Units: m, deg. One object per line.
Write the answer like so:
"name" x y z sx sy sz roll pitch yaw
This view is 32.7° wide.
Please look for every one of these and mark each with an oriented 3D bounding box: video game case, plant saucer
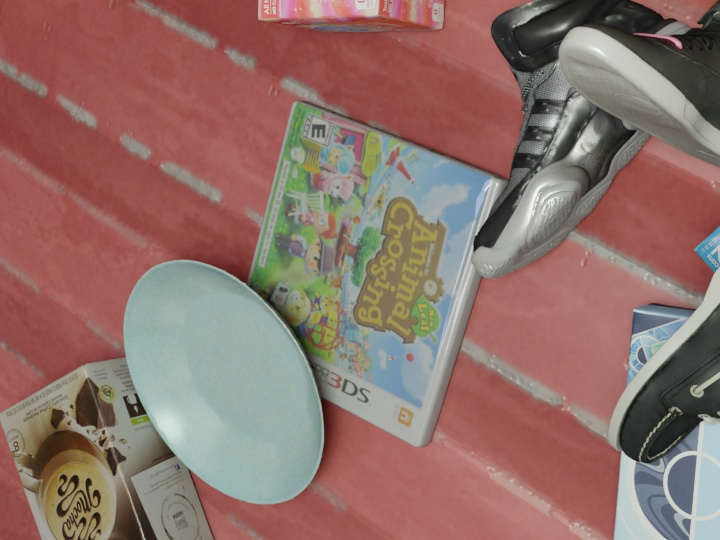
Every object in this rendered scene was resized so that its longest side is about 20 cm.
"video game case" 0.000 0.000 0.892 0.180 0.022 0.203 24 106 28
"plant saucer" -0.096 0.079 0.928 0.199 0.039 0.204 19 123 32

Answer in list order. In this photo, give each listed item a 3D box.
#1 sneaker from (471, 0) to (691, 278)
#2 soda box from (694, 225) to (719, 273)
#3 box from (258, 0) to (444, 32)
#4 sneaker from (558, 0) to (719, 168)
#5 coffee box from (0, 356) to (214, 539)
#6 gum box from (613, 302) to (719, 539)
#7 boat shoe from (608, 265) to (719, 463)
"sneaker" 0.116 -0.098 0.785 0.114 0.075 0.201 45 109 21
"soda box" 0.287 -0.056 0.684 0.200 0.068 0.064 -46 74 26
"box" -0.004 -0.267 0.829 0.101 0.094 0.203 6 97 31
"sneaker" 0.187 -0.124 0.681 0.070 0.198 0.100 26 96 48
"coffee box" -0.201 0.185 0.997 0.112 0.079 0.202 -28 80 29
"gum box" 0.242 0.132 0.742 0.168 0.044 0.203 8 97 31
"boat shoe" 0.202 0.050 0.669 0.060 0.075 0.201 49 139 27
